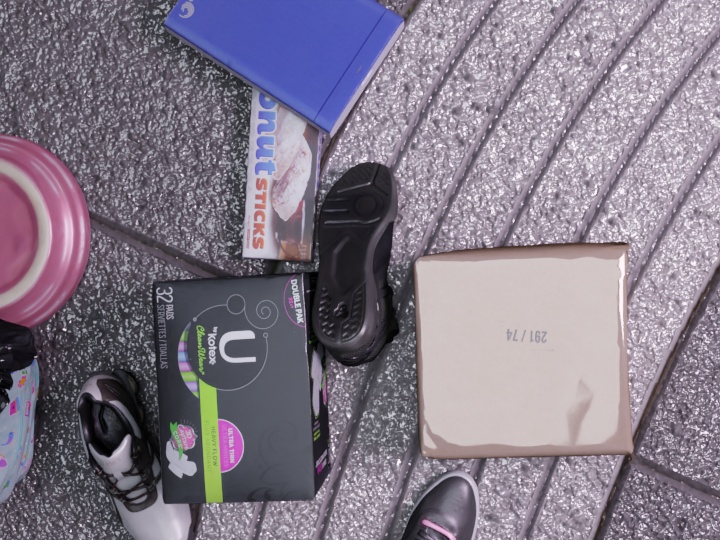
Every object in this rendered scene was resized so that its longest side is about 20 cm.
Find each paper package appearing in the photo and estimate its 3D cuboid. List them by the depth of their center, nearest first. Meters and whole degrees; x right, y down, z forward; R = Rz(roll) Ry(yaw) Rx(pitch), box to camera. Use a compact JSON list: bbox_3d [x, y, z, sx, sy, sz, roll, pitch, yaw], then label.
[{"bbox_3d":[0.149,0.073,0.956,0.195,0.103,0.195,-2,91,5],"label":"paper package"}]

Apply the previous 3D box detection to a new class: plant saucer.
[{"bbox_3d":[-0.374,-0.037,1.030,0.196,0.051,0.205,0,90,5],"label":"plant saucer"}]

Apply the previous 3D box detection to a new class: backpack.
[{"bbox_3d":[-0.385,0.146,0.988,0.163,0.126,0.204,12,103,15],"label":"backpack"}]

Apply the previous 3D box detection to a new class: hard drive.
[{"bbox_3d":[-0.074,-0.238,0.990,0.198,0.025,0.133,33,83,9],"label":"hard drive"}]

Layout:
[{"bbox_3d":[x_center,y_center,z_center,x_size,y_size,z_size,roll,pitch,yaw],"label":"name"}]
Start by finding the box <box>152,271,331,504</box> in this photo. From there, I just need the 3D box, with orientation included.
[{"bbox_3d":[-0.109,0.107,0.971,0.145,0.124,0.205,-4,89,6],"label":"box"}]

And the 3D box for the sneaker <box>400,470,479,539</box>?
[{"bbox_3d":[0.057,0.290,0.970,0.070,0.099,0.203,28,92,6],"label":"sneaker"}]

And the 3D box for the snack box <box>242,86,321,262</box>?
[{"bbox_3d":[-0.075,-0.112,1.012,0.070,0.024,0.205,4,91,5],"label":"snack box"}]

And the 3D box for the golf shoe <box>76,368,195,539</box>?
[{"bbox_3d":[-0.229,0.198,1.000,0.077,0.094,0.203,-26,90,4],"label":"golf shoe"}]

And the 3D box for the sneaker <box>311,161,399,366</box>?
[{"bbox_3d":[0.000,0.000,0.990,0.074,0.115,0.203,1,64,10],"label":"sneaker"}]
